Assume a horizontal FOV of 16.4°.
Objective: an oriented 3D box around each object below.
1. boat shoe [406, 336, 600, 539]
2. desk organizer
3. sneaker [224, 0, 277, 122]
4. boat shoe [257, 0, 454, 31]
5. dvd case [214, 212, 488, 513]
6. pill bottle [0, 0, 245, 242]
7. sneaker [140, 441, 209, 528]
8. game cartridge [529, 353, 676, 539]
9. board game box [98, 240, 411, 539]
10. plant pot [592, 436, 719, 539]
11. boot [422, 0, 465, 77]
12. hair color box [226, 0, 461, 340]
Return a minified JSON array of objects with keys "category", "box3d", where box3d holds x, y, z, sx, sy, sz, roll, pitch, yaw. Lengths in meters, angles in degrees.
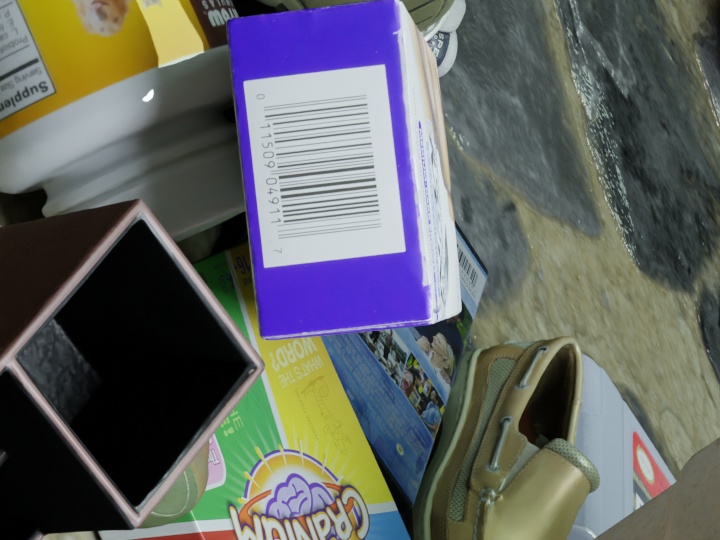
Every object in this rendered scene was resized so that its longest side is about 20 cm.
[{"category":"boat shoe","box3d":[0.070,0.100,1.110,0.072,0.076,0.200,48,31,-33]},{"category":"desk organizer","box3d":[-0.119,0.070,0.680,0.072,0.077,0.200,55,52,-23]},{"category":"sneaker","box3d":[-0.054,-0.115,1.018,0.200,0.083,0.072,44,-10,-38]},{"category":"boat shoe","box3d":[-0.015,-0.133,0.957,0.200,0.075,0.068,38,29,-75]},{"category":"dvd case","box3d":[0.000,0.000,1.128,0.143,0.018,0.200,55,28,-20]},{"category":"pill bottle","box3d":[-0.107,-0.102,0.899,0.200,0.109,0.109,66,25,0]},{"category":"sneaker","box3d":[-0.128,0.055,0.781,0.200,0.067,0.090,38,42,-38]},{"category":"game cartridge","box3d":[0.138,0.150,1.227,0.200,0.041,0.133,54,31,-37]},{"category":"board game box","box3d":[-0.039,0.095,0.944,0.200,0.040,0.153,66,25,-1]},{"category":"plant pot","box3d":[0.115,0.171,0.904,0.200,0.183,0.201,44,28,-32]},{"category":"boot","box3d":[0.013,-0.125,1.161,0.096,0.074,0.200,42,22,-21]},{"category":"hair color box","box3d":[-0.001,-0.033,0.906,0.200,0.065,0.109,-4,88,-87]}]
